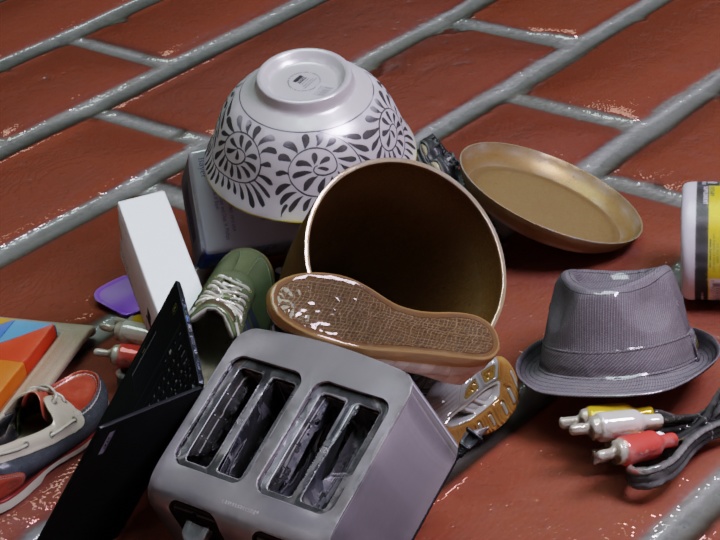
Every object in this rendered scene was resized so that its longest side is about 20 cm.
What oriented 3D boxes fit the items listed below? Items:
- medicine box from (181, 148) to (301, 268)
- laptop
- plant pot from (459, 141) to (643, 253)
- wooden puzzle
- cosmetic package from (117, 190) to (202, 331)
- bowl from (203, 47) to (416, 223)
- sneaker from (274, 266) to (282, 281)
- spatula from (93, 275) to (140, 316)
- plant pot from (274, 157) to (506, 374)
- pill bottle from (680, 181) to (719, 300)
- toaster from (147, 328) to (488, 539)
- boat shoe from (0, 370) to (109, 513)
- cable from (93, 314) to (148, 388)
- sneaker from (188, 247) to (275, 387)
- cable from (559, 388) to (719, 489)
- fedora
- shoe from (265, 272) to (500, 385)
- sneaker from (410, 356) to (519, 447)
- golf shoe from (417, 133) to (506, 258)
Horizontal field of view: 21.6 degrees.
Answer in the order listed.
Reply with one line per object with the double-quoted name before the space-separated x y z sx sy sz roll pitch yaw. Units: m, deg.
"medicine box" -0.071 -0.073 1.874 0.200 0.103 0.182 -10 -3 -8
"laptop" -0.206 0.126 1.504 0.103 0.177 0.200 15 35 -27
"plant pot" 0.189 -0.070 1.913 0.200 0.028 0.200 18 24 -9
"wooden puzzle" -0.372 0.089 1.778 0.185 0.037 0.200 5 30 19
"cosmetic package" -0.172 0.032 1.712 0.051 0.083 0.200 -13 57 -16
"bowl" -0.050 -0.142 1.731 0.201 0.094 0.201 -3 41 2
"sneaker" 0.000 0.000 1.806 0.200 0.088 0.076 3 31 19
"spatula" -0.188 0.034 1.848 0.057 0.021 0.200 -28 25 -38
"plant pot" 0.001 0.024 1.661 0.186 0.186 0.200 -24 -8 -30
"pill bottle" 0.403 -0.028 1.772 0.200 0.114 0.114 0 29 10
"toaster" -0.036 0.152 1.447 0.181 0.119 0.200 16 63 33
"boat shoe" -0.285 0.136 1.650 0.071 0.063 0.200 7 29 25
"cable" -0.149 0.076 1.745 0.200 0.050 0.097 1 28 11
"sneaker" -0.116 0.048 1.601 0.067 0.090 0.200 16 57 5
"cable" 0.271 0.126 1.560 0.200 0.050 0.097 -16 29 -17
"fedora" 0.223 0.043 1.643 0.177 0.090 0.200 0 11 26
"shoe" 0.013 0.054 1.509 0.200 0.053 0.070 14 51 -20
"sneaker" 0.043 0.135 1.601 0.200 0.076 0.088 -26 16 -35
"golf shoe" 0.083 -0.049 1.930 0.094 0.078 0.200 -35 39 9
